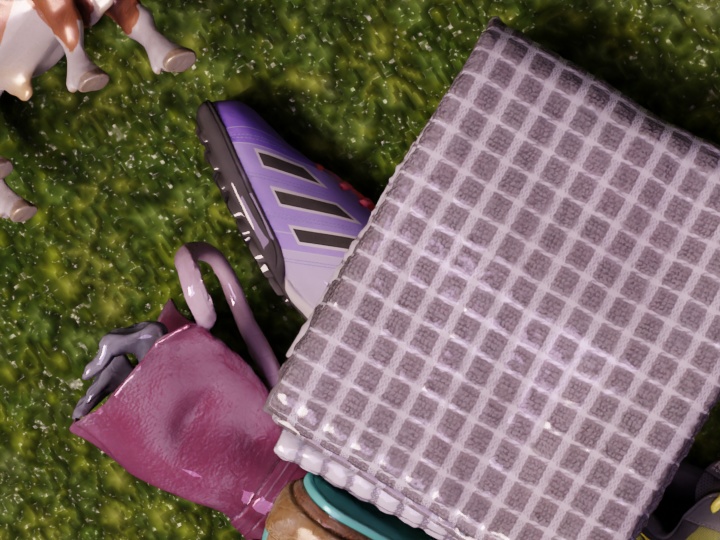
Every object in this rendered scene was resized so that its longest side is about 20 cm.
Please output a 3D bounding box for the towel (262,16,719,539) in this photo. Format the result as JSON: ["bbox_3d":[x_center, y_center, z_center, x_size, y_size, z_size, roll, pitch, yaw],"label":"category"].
[{"bbox_3d":[0.072,0.021,0.954,0.165,0.086,0.200,29,85,0],"label":"towel"}]

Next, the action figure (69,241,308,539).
[{"bbox_3d":[-0.035,0.096,1.062,0.200,0.134,0.149,37,104,3],"label":"action figure"}]

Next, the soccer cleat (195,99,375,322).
[{"bbox_3d":[0.000,0.000,1.032,0.073,0.068,0.200,-34,95,0],"label":"soccer cleat"}]

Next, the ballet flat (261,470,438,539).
[{"bbox_3d":[0.039,0.154,1.009,0.200,0.068,0.072,25,107,-23],"label":"ballet flat"}]

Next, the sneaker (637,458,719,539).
[{"bbox_3d":[0.178,0.120,0.979,0.200,0.074,0.085,-9,114,54],"label":"sneaker"}]

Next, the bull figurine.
[{"bbox_3d":[-0.140,-0.114,1.003,0.200,0.065,0.122,-42,64,36],"label":"bull figurine"}]
